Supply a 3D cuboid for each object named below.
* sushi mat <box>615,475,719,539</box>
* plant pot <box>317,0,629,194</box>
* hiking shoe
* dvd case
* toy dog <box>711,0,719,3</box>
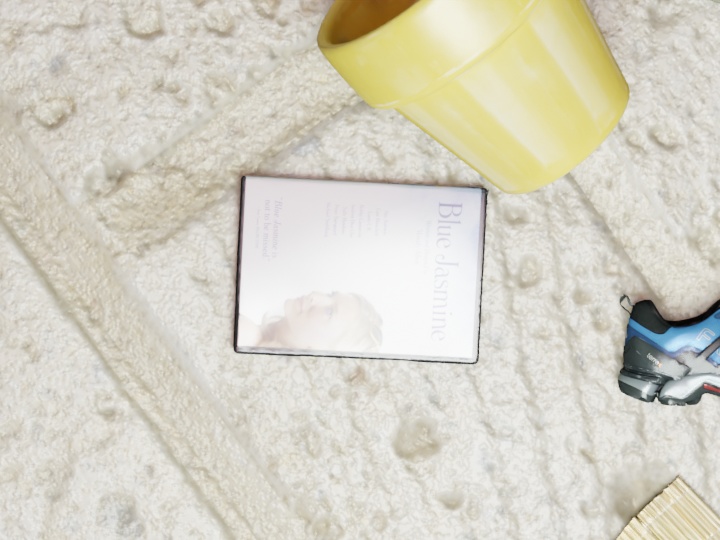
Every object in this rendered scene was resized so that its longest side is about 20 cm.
[{"bbox_3d":[0.293,0.270,1.651,0.096,0.012,0.200,-44,94,1],"label":"sushi mat"},{"bbox_3d":[0.101,-0.169,1.541,0.201,0.201,0.189,-44,110,0],"label":"plant pot"},{"bbox_3d":[0.306,0.065,1.612,0.199,0.074,0.087,2,93,-3],"label":"hiking shoe"},{"bbox_3d":[0.000,0.000,1.620,0.199,0.018,0.143,3,92,-4],"label":"dvd case"},{"bbox_3d":[0.345,-0.242,1.584,0.199,0.140,0.194,20,124,-5],"label":"toy dog"}]
